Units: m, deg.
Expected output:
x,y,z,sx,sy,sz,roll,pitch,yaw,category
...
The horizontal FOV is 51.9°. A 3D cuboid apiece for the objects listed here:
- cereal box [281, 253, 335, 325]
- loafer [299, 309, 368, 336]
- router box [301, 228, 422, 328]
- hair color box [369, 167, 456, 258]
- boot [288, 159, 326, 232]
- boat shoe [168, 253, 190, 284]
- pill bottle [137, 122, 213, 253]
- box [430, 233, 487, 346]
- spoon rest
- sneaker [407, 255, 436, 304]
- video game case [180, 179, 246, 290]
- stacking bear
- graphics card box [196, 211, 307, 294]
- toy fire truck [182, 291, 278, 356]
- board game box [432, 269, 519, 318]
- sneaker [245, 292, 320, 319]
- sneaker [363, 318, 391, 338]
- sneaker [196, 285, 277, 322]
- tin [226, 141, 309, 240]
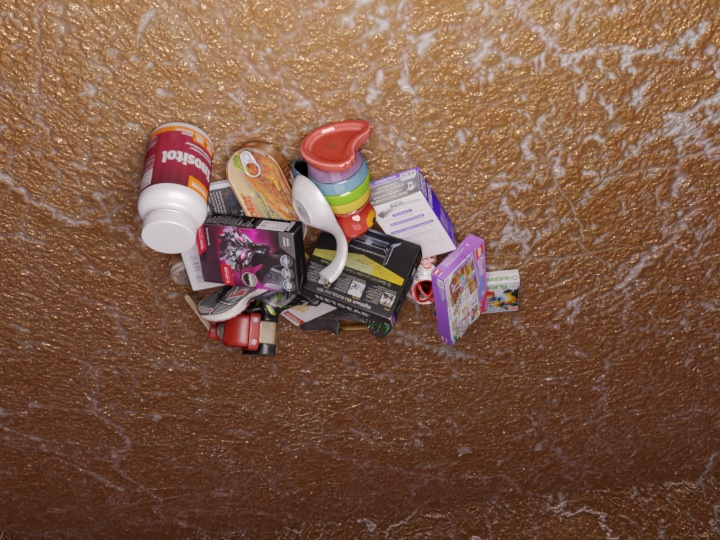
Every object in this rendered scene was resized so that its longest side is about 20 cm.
x,y,z,sx,sy,sz,roll,pitch,yaw,category
-0.130,0.043,1.575,0.143,0.040,0.199,38,142,-21,cereal box
-0.054,0.117,1.720,0.197,0.073,0.073,-15,145,20,loafer
0.000,0.000,1.408,0.197,0.159,0.052,19,160,17,router box
0.100,-0.102,1.416,0.108,0.066,0.200,-15,146,20,hair color box
-0.064,-0.131,1.349,0.197,0.076,0.097,18,142,-20,boot
-0.289,-0.039,1.478,0.197,0.072,0.076,-17,145,-14,boat shoe
-0.304,-0.135,1.219,0.111,0.203,0.114,-2,147,-1,pill bottle
0.209,0.042,1.543,0.039,0.137,0.202,27,145,34,box
-0.066,-0.077,1.269,0.060,0.099,0.202,-33,130,-22,spoon rest
0.124,0.035,1.578,0.066,0.109,0.203,2,146,-5,sneaker
-0.256,-0.068,1.389,0.179,0.023,0.203,-10,116,5,video game case
-0.026,-0.141,1.274,0.112,0.122,0.202,7,138,24,stacking bear
-0.197,-0.032,1.334,0.197,0.051,0.127,7,121,15,graphics card box
-0.296,0.118,1.652,0.197,0.131,0.176,7,171,-23,toy fire truck
0.259,0.054,1.679,0.196,0.035,0.127,-6,145,6,board game box
-0.157,0.062,1.508,0.197,0.083,0.071,-2,138,33,sneaker
0.064,0.039,1.508,0.077,0.203,0.085,5,167,38,sneaker
-0.244,0.031,1.485,0.198,0.081,0.075,-29,128,7,sneaker
-0.161,-0.132,1.308,0.110,0.042,0.202,-13,118,23,tin
